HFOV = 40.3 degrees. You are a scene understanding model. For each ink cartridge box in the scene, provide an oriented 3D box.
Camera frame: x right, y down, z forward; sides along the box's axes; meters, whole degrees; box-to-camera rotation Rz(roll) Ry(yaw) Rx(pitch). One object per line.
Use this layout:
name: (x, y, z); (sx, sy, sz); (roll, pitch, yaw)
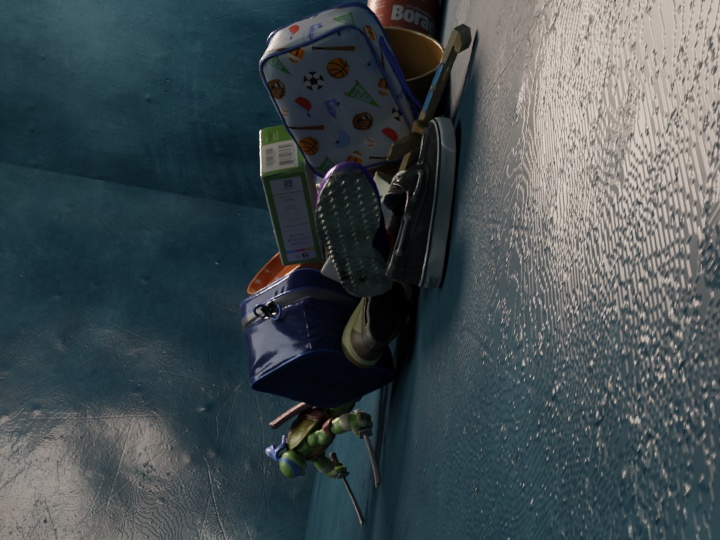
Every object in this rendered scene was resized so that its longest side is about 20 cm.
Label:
ink cartridge box: (-0.084, -0.078, 1.282); (0.104, 0.059, 0.201); (-96, -3, -48)

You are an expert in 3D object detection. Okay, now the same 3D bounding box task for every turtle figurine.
turtle figurine: (-0.011, 0.226, 1.346); (0.195, 0.198, 0.145); (-59, -32, -32)

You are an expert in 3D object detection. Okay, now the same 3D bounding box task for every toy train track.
toy train track: (0.087, -0.177, 1.098); (0.114, 0.032, 0.201); (-36, -26, -47)

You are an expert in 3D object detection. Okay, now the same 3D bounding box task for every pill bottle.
pill bottle: (0.061, -0.374, 1.480); (0.112, 0.111, 0.202); (109, 170, -72)

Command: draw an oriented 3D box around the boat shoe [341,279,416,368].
boat shoe: (0.038, 0.026, 1.180); (0.065, 0.073, 0.201); (-33, 31, 48)

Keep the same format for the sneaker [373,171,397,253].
sneaker: (0.044, -0.064, 1.189); (0.200, 0.074, 0.085); (-94, 18, -76)

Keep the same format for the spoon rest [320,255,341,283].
spoon rest: (-0.011, -0.053, 1.255); (0.200, 0.098, 0.061); (-82, 16, -64)

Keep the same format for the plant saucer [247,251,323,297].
plant saucer: (-0.086, -0.019, 1.489); (0.200, 0.032, 0.200); (-37, 13, 10)

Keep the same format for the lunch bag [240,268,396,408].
lunch bag: (-0.060, 0.079, 1.234); (0.135, 0.199, 0.134); (-28, 57, 28)

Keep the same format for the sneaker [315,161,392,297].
sneaker: (-0.010, -0.064, 1.059); (0.201, 0.069, 0.100); (78, -174, -54)

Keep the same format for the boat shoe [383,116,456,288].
boat shoe: (0.059, -0.077, 1.023); (0.072, 0.067, 0.202); (106, 172, -65)

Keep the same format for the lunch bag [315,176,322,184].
lunch bag: (-0.033, -0.115, 1.703); (0.199, 0.126, 0.172); (9, -89, -51)

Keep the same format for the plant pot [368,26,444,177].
plant pot: (0.020, -0.196, 1.317); (0.187, 0.184, 0.202); (-85, -5, -56)

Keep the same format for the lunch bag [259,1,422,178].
lunch bag: (-0.016, -0.206, 1.158); (0.076, 0.159, 0.201); (-83, -31, -49)

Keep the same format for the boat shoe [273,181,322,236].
boat shoe: (-0.050, -0.098, 1.442); (0.073, 0.066, 0.200); (-22, 22, 50)
